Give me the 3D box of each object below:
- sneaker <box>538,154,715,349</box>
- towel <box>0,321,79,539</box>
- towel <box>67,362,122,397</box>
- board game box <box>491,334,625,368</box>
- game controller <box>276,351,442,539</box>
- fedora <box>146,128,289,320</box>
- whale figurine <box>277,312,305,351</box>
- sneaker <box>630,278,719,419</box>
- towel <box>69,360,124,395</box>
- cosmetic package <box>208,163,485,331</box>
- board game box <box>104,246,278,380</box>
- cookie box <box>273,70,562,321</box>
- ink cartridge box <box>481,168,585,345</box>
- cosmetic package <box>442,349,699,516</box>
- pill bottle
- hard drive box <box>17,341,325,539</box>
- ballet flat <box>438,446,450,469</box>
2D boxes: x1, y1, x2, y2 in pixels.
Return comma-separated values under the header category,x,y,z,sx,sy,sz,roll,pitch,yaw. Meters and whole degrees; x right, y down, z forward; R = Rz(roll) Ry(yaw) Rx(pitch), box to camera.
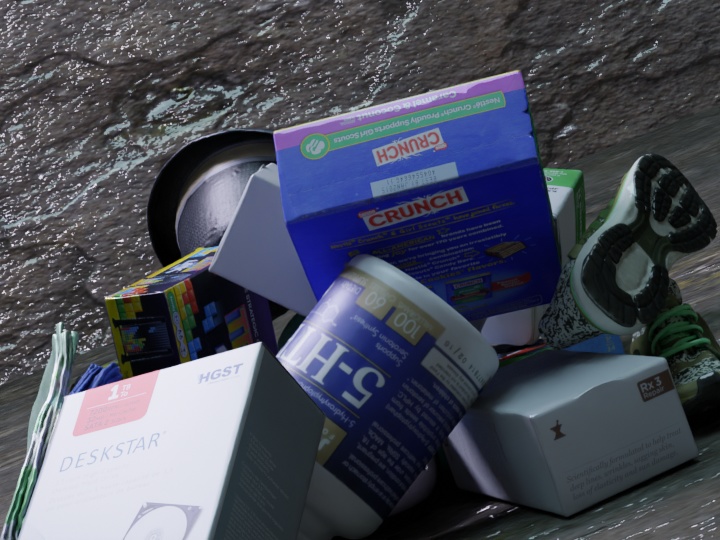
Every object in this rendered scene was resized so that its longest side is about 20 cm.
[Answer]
category,x,y,z,sx,sy,sz,roll,pitch,yaw
sneaker,0.171,-0.011,1.602,0.089,0.077,0.200,-34,6,39
towel,-0.244,0.156,1.725,0.023,0.200,0.153,15,-38,-9
towel,-0.205,0.167,1.631,0.024,0.200,0.145,15,7,-1
board game box,0.085,0.089,1.836,0.151,0.037,0.200,-19,3,-36
game controller,-0.003,0.108,1.629,0.104,0.042,0.200,-26,40,11
fedora,-0.089,-0.018,1.925,0.200,0.201,0.092,-18,37,22
whale figurine,0.020,0.057,1.986,0.200,0.104,0.159,-27,-28,-2
sneaker,0.212,0.052,1.616,0.077,0.089,0.200,-20,6,-1
towel,-0.202,0.153,1.796,0.023,0.200,0.144,22,17,15
cosmetic package,0.000,0.000,1.753,0.200,0.085,0.108,24,10,4
board game box,-0.115,0.094,1.808,0.057,0.201,0.165,-7,11,25
cookie box,0.044,-0.036,1.590,0.171,0.075,0.200,-13,-28,3
ink cartridge box,0.092,-0.017,1.909,0.146,0.083,0.200,4,21,15
cosmetic package,0.127,0.102,1.541,0.101,0.074,0.200,-22,8,-15
pill bottle,-0.015,0.101,1.514,0.200,0.120,0.120,-53,12,-9
hard drive box,-0.119,0.156,1.391,0.156,0.077,0.200,-17,40,29
ballet flat,0.031,0.116,1.715,0.200,0.065,0.070,-14,-28,41
